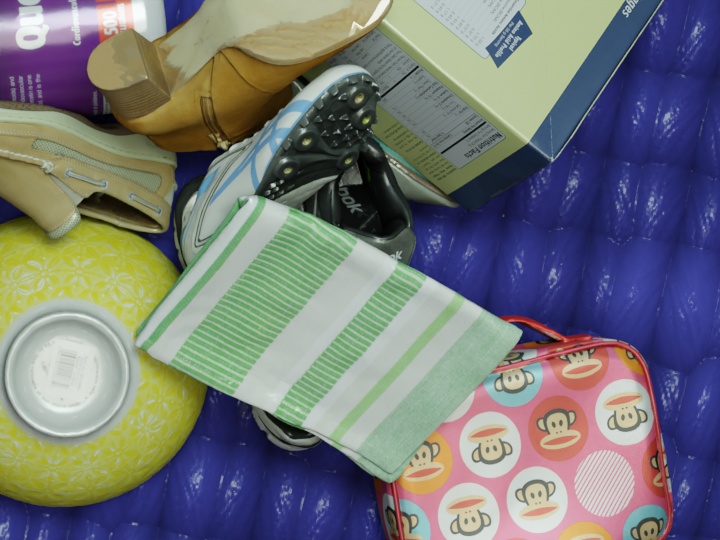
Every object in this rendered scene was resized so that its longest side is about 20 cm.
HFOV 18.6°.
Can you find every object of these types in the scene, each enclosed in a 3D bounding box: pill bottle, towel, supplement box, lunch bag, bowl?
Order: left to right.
[{"bbox_3d":[-0.227,-0.150,1.415,0.199,0.112,0.113,-7,94,-9],"label":"pill bottle"},{"bbox_3d":[-0.192,0.062,1.436,0.199,0.108,0.201,0,93,-10],"label":"bowl"},{"bbox_3d":[-0.023,0.044,1.387,0.199,0.023,0.153,29,123,-17],"label":"towel"},{"bbox_3d":[0.071,-0.185,1.425,0.200,0.134,0.200,39,68,-9],"label":"supplement box"},{"bbox_3d":[0.105,0.120,1.502,0.199,0.082,0.177,-11,94,-8],"label":"lunch bag"}]

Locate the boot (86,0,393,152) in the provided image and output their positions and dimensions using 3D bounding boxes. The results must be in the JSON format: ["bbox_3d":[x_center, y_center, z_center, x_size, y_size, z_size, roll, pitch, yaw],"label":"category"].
[{"bbox_3d":[-0.059,-0.131,1.353,0.200,0.144,0.071,-17,75,13],"label":"boot"}]

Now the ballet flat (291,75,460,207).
[{"bbox_3d":[-0.020,-0.097,1.488,0.200,0.067,0.064,40,114,-9],"label":"ballet flat"}]

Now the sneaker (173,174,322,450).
[{"bbox_3d":[-0.064,0.027,1.471,0.073,0.080,0.201,-26,95,-5],"label":"sneaker"}]

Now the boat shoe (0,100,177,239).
[{"bbox_3d":[-0.195,-0.058,1.402,0.199,0.071,0.077,6,74,-40],"label":"boat shoe"}]

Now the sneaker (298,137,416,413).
[{"bbox_3d":[0.000,0.000,1.414,0.066,0.090,0.201,-11,98,-19],"label":"sneaker"}]

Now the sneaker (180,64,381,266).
[{"bbox_3d":[-0.058,-0.065,1.374,0.072,0.200,0.073,-2,55,-41],"label":"sneaker"}]
